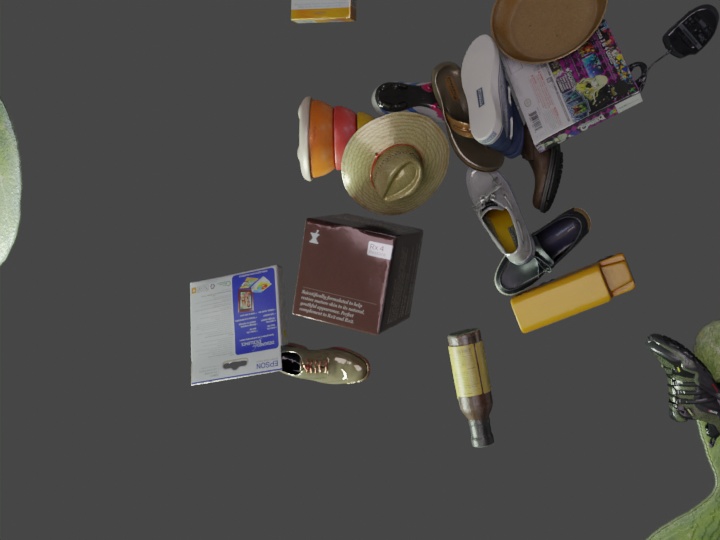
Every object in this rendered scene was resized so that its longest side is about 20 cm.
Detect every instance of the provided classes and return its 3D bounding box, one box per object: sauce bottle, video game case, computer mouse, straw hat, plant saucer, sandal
[{"bbox_3d":[0.198,0.207,1.548,0.063,0.065,0.205,-8,92,19],"label":"sauce bottle"},{"bbox_3d":[0.335,-0.316,1.421,0.179,0.036,0.204,-26,60,19],"label":"video game case"},{"bbox_3d":[0.491,-0.348,1.416,0.199,0.034,0.059,-41,98,23],"label":"computer mouse"},{"bbox_3d":[0.064,-0.165,1.500,0.196,0.086,0.205,-3,122,-4],"label":"straw hat"},{"bbox_3d":[0.310,-0.419,1.433,0.196,0.035,0.205,-12,65,26],"label":"plant saucer"},{"bbox_3d":[0.179,-0.257,1.468,0.079,0.054,0.203,-26,93,-13],"label":"sandal"}]

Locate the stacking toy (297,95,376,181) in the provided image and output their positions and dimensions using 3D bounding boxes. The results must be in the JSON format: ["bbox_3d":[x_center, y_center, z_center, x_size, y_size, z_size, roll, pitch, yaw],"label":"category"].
[{"bbox_3d":[-0.012,-0.233,1.562,0.195,0.146,0.150,1,96,1],"label":"stacking toy"}]

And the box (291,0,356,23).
[{"bbox_3d":[-0.064,-0.553,1.579,0.116,0.041,0.205,4,94,19],"label":"box"}]

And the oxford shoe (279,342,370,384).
[{"bbox_3d":[-0.080,0.181,1.635,0.195,0.075,0.072,3,96,19],"label":"oxford shoe"}]

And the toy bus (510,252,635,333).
[{"bbox_3d":[0.356,0.037,1.470,0.197,0.078,0.066,-23,88,19],"label":"toy bus"}]

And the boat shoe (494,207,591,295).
[{"bbox_3d":[0.305,-0.032,1.490,0.199,0.062,0.075,-40,84,19],"label":"boat shoe"}]

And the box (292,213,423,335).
[{"bbox_3d":[0.000,0.000,1.525,0.162,0.199,0.168,13,100,17],"label":"box"}]

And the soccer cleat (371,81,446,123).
[{"bbox_3d":[0.115,-0.293,1.533,0.195,0.086,0.072,6,87,-6],"label":"soccer cleat"}]

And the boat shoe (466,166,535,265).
[{"bbox_3d":[0.221,-0.104,1.471,0.074,0.086,0.205,-31,64,23],"label":"boat shoe"}]

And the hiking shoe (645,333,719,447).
[{"bbox_3d":[0.528,0.194,1.428,0.200,0.076,0.101,44,103,9],"label":"hiking shoe"}]

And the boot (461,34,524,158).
[{"bbox_3d":[0.220,-0.282,1.438,0.072,0.089,0.205,-20,59,40],"label":"boot"}]

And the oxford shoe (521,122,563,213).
[{"bbox_3d":[0.298,-0.198,1.475,0.082,0.072,0.205,2,84,21],"label":"oxford shoe"}]

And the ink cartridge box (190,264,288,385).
[{"bbox_3d":[-0.232,0.106,1.666,0.193,0.047,0.205,-10,74,18],"label":"ink cartridge box"}]
